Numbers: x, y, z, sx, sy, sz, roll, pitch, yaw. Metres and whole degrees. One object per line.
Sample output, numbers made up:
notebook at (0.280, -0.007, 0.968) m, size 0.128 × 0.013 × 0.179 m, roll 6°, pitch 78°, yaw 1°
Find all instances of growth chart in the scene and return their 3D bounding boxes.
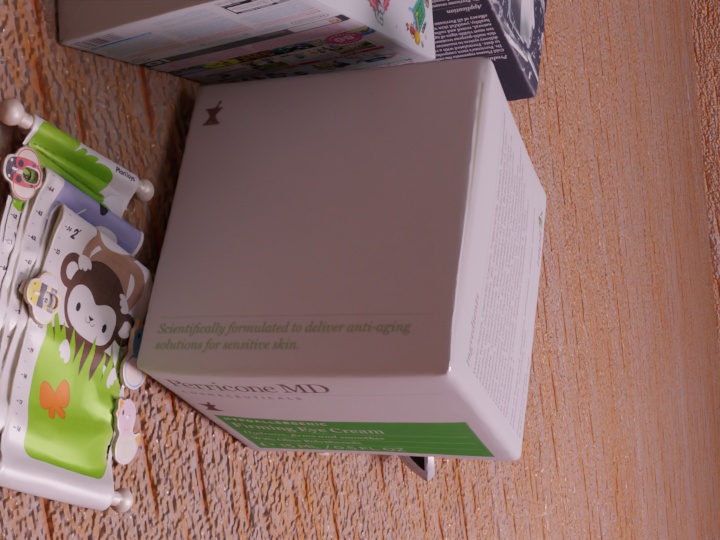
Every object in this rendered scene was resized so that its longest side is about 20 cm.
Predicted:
growth chart at (-0.154, 0.026, 0.587) m, size 0.144 × 0.018 × 0.203 m, roll 23°, pitch 67°, yaw -62°

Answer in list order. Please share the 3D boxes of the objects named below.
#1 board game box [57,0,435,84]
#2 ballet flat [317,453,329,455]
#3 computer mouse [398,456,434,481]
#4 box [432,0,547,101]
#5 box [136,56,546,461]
board game box at (-0.060, -0.160, 0.653) m, size 0.199 × 0.146 × 0.065 m, roll 3°, pitch 82°, yaw -64°
ballet flat at (-0.008, 0.038, 0.828) m, size 0.075 × 0.063 × 0.203 m, roll 19°, pitch 71°, yaw -62°
computer mouse at (0.036, 0.080, 0.921) m, size 0.110 × 0.043 × 0.203 m, roll -83°, pitch 169°, yaw -85°
box at (0.087, -0.288, 0.992) m, size 0.197 × 0.122 × 0.203 m, roll 50°, pitch 44°, yaw -53°
box at (0.000, 0.000, 0.687) m, size 0.172 × 0.196 × 0.203 m, roll 52°, pitch 42°, yaw -56°
